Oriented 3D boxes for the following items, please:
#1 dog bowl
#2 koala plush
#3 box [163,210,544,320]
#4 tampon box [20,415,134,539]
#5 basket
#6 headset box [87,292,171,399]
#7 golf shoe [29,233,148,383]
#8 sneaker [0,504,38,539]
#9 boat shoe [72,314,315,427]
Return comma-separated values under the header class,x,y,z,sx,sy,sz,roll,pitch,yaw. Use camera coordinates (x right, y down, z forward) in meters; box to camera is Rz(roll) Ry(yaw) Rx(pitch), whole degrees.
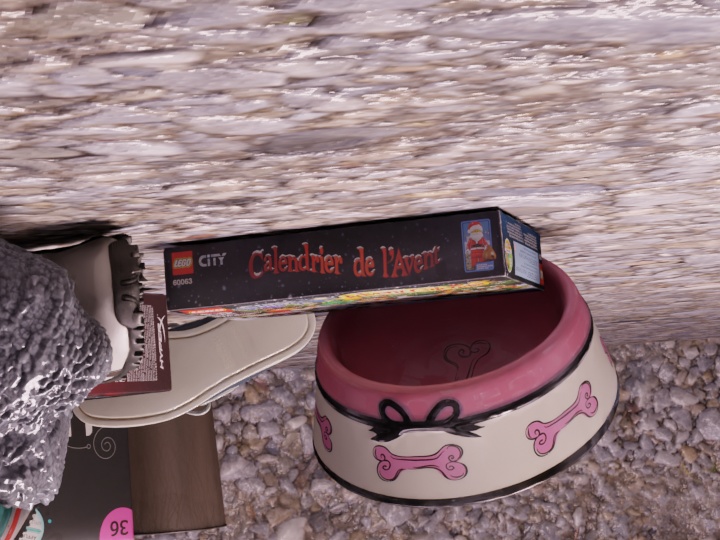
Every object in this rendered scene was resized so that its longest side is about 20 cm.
class,x,y,z,sx,sy,sz,roll,pitch,yaw
dog bowl,0.059,0.057,1.101,0.198,0.074,0.201,-10,-151,6
koala plush,-0.208,0.099,0.816,0.176,0.202,0.183,25,150,-23
box,0.000,0.000,1.041,0.198,0.038,0.136,-6,175,15
tampon box,-0.314,0.165,1.689,0.149,0.203,0.126,-1,174,-40
basket,-0.215,0.173,1.864,0.134,0.203,0.180,-3,174,-13
headset box,-0.246,0.056,1.232,0.147,0.078,0.200,-7,176,25
golf shoe,-0.180,0.025,0.946,0.094,0.079,0.199,-1,173,-32
sneaker,-0.244,0.082,0.988,0.093,0.071,0.200,27,-162,-35
boat shoe,-0.129,0.070,1.364,0.198,0.075,0.062,-27,171,-12
